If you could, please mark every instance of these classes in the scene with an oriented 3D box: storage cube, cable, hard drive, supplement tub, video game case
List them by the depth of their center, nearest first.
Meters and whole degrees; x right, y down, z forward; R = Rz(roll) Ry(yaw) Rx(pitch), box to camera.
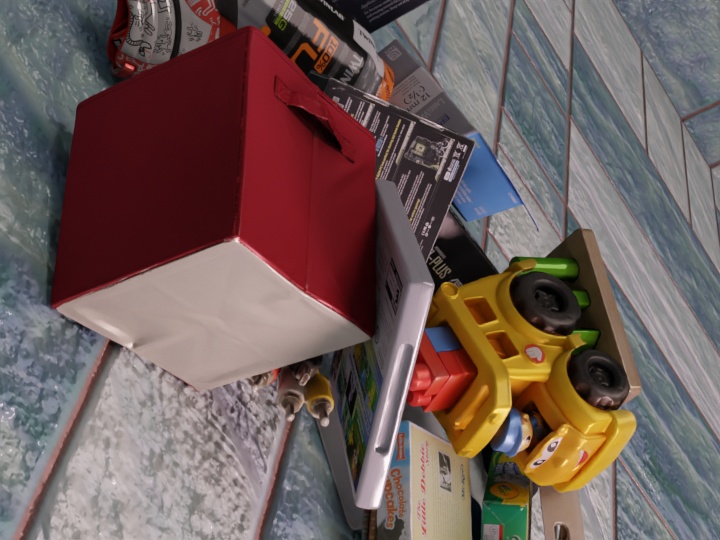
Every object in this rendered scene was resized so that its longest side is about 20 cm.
[{"bbox_3d":[-0.104,-0.038,1.019,0.171,0.199,0.181,38,43,-45],"label":"storage cube"},{"bbox_3d":[0.012,0.050,1.040,0.022,0.184,0.200,8,23,-11],"label":"video game case"},{"bbox_3d":[-0.059,0.065,1.211,0.097,0.050,0.200,30,19,-8],"label":"cable"},{"bbox_3d":[0.029,0.169,1.284,0.200,0.026,0.133,10,58,-61],"label":"hard drive"},{"bbox_3d":[-0.070,-0.210,1.286,0.200,0.122,0.123,34,37,-30],"label":"supplement tub"}]

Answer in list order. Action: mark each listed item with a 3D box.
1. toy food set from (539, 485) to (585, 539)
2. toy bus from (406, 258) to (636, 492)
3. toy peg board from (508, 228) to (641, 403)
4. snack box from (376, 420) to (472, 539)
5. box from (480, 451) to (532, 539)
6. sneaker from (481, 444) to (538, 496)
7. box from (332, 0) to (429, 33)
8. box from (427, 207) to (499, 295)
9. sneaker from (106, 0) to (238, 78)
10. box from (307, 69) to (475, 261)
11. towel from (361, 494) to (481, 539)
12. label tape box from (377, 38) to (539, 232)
[{"bbox_3d":[0.181,0.308,1.304,0.201,0.060,0.144,87,0,-52],"label":"toy food set"},{"bbox_3d":[0.118,0.103,1.219,0.191,0.136,0.201,-7,54,-39],"label":"toy bus"},{"bbox_3d":[0.196,0.085,1.545,0.097,0.199,0.201,2,61,-29],"label":"toy peg board"},{"bbox_3d":[0.056,0.241,1.174,0.116,0.037,0.202,34,50,-52],"label":"snack box"},{"bbox_3d":[0.142,0.248,1.320,0.200,0.048,0.118,-33,125,-77],"label":"box"},{"bbox_3d":[0.132,0.147,1.472,0.104,0.060,0.201,40,29,-45],"label":"sneaker"},{"bbox_3d":[-0.026,-0.344,1.436,0.183,0.199,0.104,54,28,-24],"label":"box"},{"bbox_3d":[0.035,-0.063,1.353,0.164,0.086,0.200,49,6,-31],"label":"box"},{"bbox_3d":[-0.159,-0.156,1.170,0.067,0.107,0.203,-140,-135,-60],"label":"sneaker"},{"bbox_3d":[-0.007,-0.050,1.185,0.159,0.201,0.043,19,6,-30],"label":"box"},{"bbox_3d":[0.057,0.240,1.237,0.200,0.022,0.148,44,42,-45],"label":"towel"},{"bbox_3d":[0.087,-0.120,1.374,0.200,0.066,0.143,57,6,36],"label":"label tape box"}]
